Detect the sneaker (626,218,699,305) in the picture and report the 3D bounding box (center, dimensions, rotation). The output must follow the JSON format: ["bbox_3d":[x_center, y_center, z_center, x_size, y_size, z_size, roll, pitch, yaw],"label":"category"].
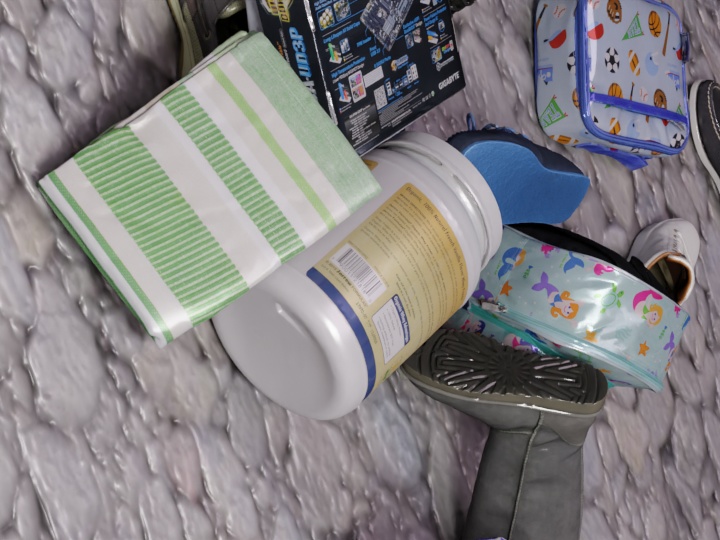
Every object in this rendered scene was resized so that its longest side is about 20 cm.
[{"bbox_3d":[0.295,0.004,2.101,0.200,0.084,0.073,-42,112,-50],"label":"sneaker"}]

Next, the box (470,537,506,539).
[{"bbox_3d":[0.049,0.312,1.626,0.105,0.183,0.202,33,57,-41],"label":"box"}]

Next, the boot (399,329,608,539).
[{"bbox_3d":[0.105,0.153,1.782,0.073,0.180,0.201,-68,173,-47],"label":"boot"}]

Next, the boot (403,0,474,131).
[{"bbox_3d":[0.046,-0.189,1.784,0.077,0.137,0.202,1,82,-54],"label":"boot"}]

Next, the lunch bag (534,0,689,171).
[{"bbox_3d":[0.243,-0.181,2.090,0.199,0.075,0.162,8,77,-50],"label":"lunch bag"}]

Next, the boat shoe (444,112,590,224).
[{"bbox_3d":[0.108,-0.076,1.769,0.084,0.069,0.200,-55,150,8],"label":"boat shoe"}]

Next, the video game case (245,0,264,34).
[{"bbox_3d":[-0.046,-0.167,1.689,0.182,0.022,0.202,-24,108,-73],"label":"video game case"}]

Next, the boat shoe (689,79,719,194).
[{"bbox_3d":[0.392,-0.104,2.270,0.074,0.060,0.202,-28,104,-50],"label":"boat shoe"}]

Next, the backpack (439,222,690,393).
[{"bbox_3d":[0.165,0.039,1.835,0.177,0.199,0.152,30,78,-45],"label":"backpack"}]

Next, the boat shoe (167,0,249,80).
[{"bbox_3d":[-0.102,-0.192,1.655,0.071,0.066,0.203,-1,82,-52],"label":"boat shoe"}]

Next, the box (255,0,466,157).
[{"bbox_3d":[0.002,-0.182,1.658,0.200,0.046,0.160,-37,118,-52],"label":"box"}]

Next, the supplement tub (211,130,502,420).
[{"bbox_3d":[0.000,0.000,1.644,0.200,0.144,0.145,-41,114,-33],"label":"supplement tub"}]

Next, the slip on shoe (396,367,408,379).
[{"bbox_3d":[0.055,-0.011,1.793,0.074,0.061,0.202,67,31,-72],"label":"slip on shoe"}]

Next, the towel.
[{"bbox_3d":[-0.105,-0.059,1.545,0.199,0.023,0.153,-37,88,-19],"label":"towel"}]
